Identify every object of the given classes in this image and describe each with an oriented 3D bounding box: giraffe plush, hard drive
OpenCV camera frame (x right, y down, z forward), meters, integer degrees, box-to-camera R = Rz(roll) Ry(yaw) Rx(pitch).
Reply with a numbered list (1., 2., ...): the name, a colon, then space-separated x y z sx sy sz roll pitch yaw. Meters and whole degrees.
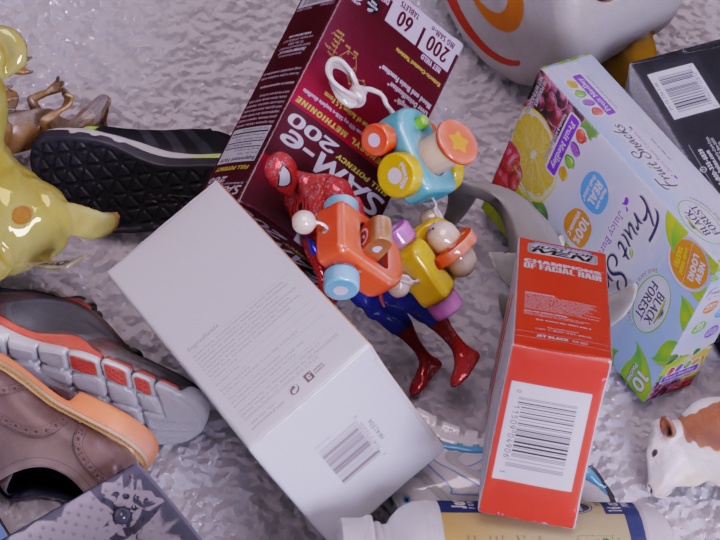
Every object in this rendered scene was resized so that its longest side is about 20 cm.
1. giraffe plush: -0.273 -0.068 1.444 0.200 0.163 0.172 -13 13 39
2. hard drive: -0.134 0.230 1.337 0.135 0.042 0.200 -29 70 -24

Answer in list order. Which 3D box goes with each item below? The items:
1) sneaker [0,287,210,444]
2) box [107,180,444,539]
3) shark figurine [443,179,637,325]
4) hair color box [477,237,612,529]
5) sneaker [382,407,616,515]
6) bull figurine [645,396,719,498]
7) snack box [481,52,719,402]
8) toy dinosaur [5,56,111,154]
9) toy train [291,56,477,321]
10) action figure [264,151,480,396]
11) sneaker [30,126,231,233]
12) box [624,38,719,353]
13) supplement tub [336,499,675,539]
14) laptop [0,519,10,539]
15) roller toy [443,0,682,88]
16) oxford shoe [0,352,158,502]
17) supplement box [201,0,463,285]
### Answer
1. sneaker: -0.185 0.049 1.469 0.199 0.077 0.082 21 47 10
2. box: -0.055 0.056 1.396 0.097 0.124 0.200 -40 47 -4
3. shark figurine: 0.100 -0.010 1.493 0.089 0.128 0.215 19 42 -48
4. hair color box: 0.115 0.065 1.350 0.064 0.111 0.200 10 20 1
5. sneaker: 0.065 0.147 1.423 0.199 0.075 0.087 13 59 16
6. bull figurine: 0.289 0.115 1.462 0.200 0.065 0.122 -26 63 -19
7. snack box: 0.177 -0.031 1.510 0.053 0.142 0.200 -18 56 -33
8. toy dinosaur: -0.270 -0.101 1.569 0.199 0.106 0.061 -7 55 -19
9. toy train: 0.026 -0.053 1.414 0.056 0.150 0.200 -27 42 31
10. action figure: 0.000 0.000 1.453 0.200 0.065 0.052 53 54 -19
11. sneaker: -0.136 -0.067 1.579 0.199 0.072 0.083 10 23 5
12. box: 0.279 -0.055 1.559 0.132 0.115 0.200 -16 54 -14
13. supplement tub: 0.085 0.211 1.321 0.199 0.145 0.145 1 53 -4
14. laptop: -0.314 0.174 1.340 0.116 0.200 0.187 -43 61 7
15. roller toy: 0.152 -0.242 1.646 0.139 0.183 0.200 -27 59 -24
16. oxford shoe: -0.236 0.103 1.426 0.199 0.071 0.073 20 59 10
17. supplement box: -0.019 -0.102 1.520 0.109 0.061 0.200 36 69 -29
